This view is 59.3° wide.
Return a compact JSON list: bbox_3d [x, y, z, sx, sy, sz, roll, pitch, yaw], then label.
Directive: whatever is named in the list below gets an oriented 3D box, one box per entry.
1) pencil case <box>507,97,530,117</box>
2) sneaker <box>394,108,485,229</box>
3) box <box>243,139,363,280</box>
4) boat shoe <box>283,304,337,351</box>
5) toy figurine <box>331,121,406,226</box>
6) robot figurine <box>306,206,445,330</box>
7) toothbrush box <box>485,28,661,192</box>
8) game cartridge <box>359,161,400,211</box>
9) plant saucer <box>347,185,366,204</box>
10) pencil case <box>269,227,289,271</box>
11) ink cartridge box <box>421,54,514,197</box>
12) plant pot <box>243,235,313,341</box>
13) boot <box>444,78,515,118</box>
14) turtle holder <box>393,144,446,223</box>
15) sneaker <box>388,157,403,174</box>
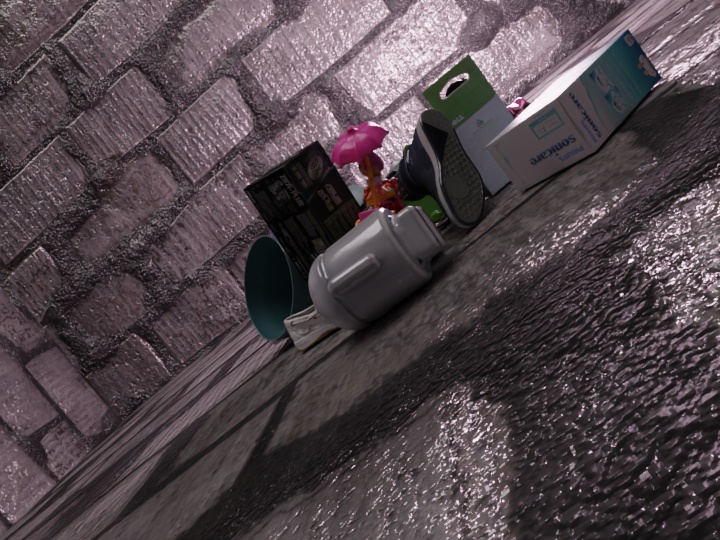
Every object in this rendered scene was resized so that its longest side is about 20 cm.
[{"bbox_3d":[0.301,-0.298,1.391,0.199,0.091,0.094,-38,-2,1],"label":"pencil case"},{"bbox_3d":[0.119,-0.125,0.991,0.076,0.205,0.147,-4,-28,-22],"label":"sneaker"},{"bbox_3d":[-0.084,-0.095,1.080,0.086,0.201,0.163,-42,15,-30],"label":"box"},{"bbox_3d":[-0.046,0.053,1.001,0.199,0.070,0.071,-36,5,24],"label":"boat shoe"},{"bbox_3d":[0.025,-0.131,0.969,0.148,0.187,0.200,-13,-2,18],"label":"toy figurine"},{"bbox_3d":[0.013,0.000,0.817,0.199,0.114,0.169,-37,-11,18],"label":"robot figurine"},{"bbox_3d":[0.287,-0.213,0.856,0.200,0.086,0.146,-44,7,-28],"label":"toothbrush box"},{"bbox_3d":[0.055,-0.097,1.194,0.040,0.134,0.200,11,49,41],"label":"game cartridge"},{"bbox_3d":[-0.032,-0.075,1.285,0.200,0.203,0.039,-36,-23,27],"label":"plant saucer"},{"bbox_3d":[-0.148,-0.048,1.348,0.085,0.084,0.202,-20,-42,-24],"label":"pencil case"},{"bbox_3d":[0.189,-0.232,1.030,0.103,0.201,0.059,-38,8,-2],"label":"ink cartridge box"},{"bbox_3d":[-0.128,0.031,1.253,0.133,0.203,0.200,-3,-18,-37],"label":"plant pot"},{"bbox_3d":[0.233,-0.275,1.152,0.073,0.199,0.163,-31,15,32],"label":"boot"},{"bbox_3d":[0.141,-0.147,1.147,0.140,0.188,0.131,10,22,36],"label":"turtle holder"},{"bbox_3d":[0.102,-0.125,1.350,0.073,0.119,0.202,-21,-41,-20],"label":"sneaker"}]
